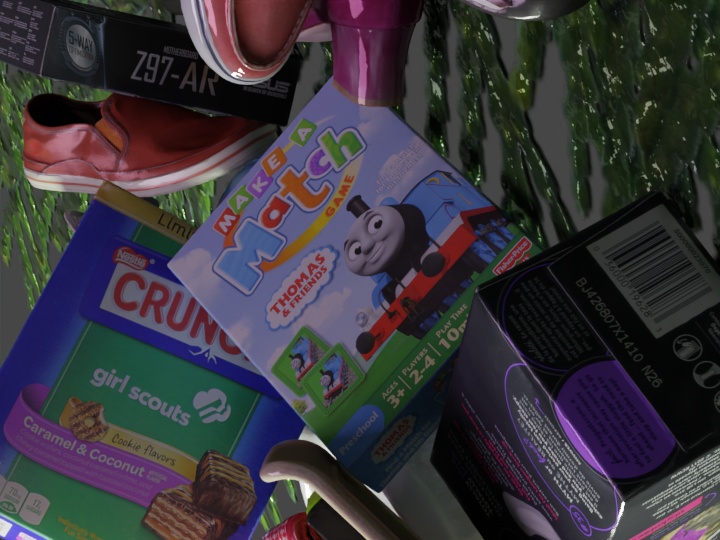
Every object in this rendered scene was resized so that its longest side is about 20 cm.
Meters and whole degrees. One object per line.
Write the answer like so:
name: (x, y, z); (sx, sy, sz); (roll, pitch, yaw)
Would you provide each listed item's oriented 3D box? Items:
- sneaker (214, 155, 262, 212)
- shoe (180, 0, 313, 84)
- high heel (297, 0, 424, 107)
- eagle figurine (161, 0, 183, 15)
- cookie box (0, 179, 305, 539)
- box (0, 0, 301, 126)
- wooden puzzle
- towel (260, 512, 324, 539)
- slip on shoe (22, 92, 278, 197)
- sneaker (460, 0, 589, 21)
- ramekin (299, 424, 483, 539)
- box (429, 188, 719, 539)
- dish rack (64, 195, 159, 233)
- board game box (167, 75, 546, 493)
sneaker: (-0.057, -0.026, 1.526); (0.078, 0.090, 0.200); (67, 162, -12)
shoe: (-0.032, -0.179, 1.198); (0.091, 0.071, 0.200); (34, 120, 53)
high heel: (-0.025, -0.162, 1.312); (0.200, 0.067, 0.096); (-131, 40, -59)
eagle figurine: (-0.152, -0.227, 1.407); (0.200, 0.151, 0.152); (96, 154, -72)
cookie box: (-0.121, 0.078, 1.417); (0.171, 0.200, 0.075); (28, 162, -5)
box: (-0.149, -0.135, 1.523); (0.200, 0.160, 0.044); (25, 103, 63)
wooden puzzle: (0.031, 0.155, 1.230); (0.200, 0.037, 0.185); (39, 179, 0)
towel: (0.002, 0.192, 1.351); (0.145, 0.022, 0.200); (45, 167, 2)
slip on shoe: (-0.141, -0.086, 1.582); (0.200, 0.074, 0.061); (3, 115, 37)
sneaker: (0.038, -0.204, 1.044); (0.200, 0.076, 0.116); (55, 157, 25)
ramekin: (0.056, 0.155, 1.445); (0.200, 0.105, 0.200); (52, 160, 28)
box: (0.115, 0.074, 1.163); (0.122, 0.106, 0.200); (56, 161, 20)
dish rack: (-0.084, 0.018, 1.602); (0.200, 0.044, 0.172); (29, -169, -41)
board game box: (0.000, 0.000, 1.317); (0.037, 0.151, 0.200); (37, -174, -46)
